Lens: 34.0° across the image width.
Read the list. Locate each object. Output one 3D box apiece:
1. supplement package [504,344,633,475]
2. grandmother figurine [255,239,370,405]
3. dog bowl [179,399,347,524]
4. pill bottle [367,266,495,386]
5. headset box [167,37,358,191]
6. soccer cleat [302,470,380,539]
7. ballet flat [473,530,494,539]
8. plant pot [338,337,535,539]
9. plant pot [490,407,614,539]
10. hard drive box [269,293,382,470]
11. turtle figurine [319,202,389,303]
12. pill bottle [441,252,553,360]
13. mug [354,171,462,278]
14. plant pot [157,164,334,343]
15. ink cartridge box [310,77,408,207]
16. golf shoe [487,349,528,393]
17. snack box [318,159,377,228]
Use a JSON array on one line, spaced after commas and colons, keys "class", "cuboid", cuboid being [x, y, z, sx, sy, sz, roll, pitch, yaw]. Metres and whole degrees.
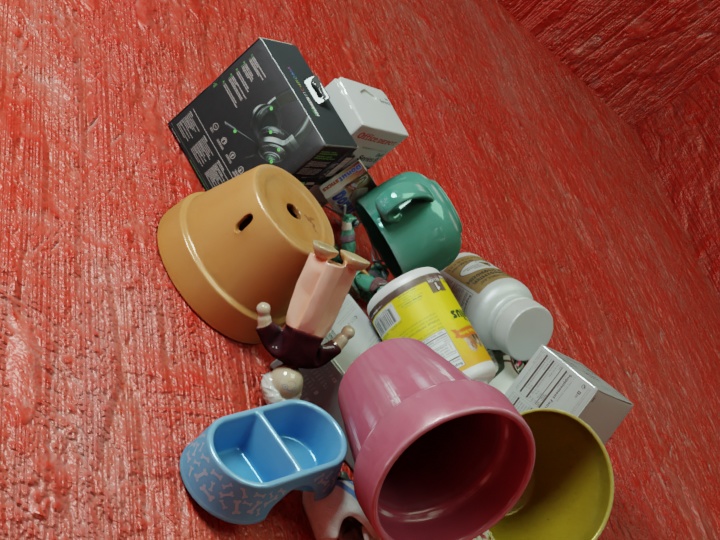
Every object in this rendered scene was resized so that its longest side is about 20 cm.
[{"class": "supplement package", "cuboid": [0.296, 0.218, 1.754, 0.111, 0.156, 0.200, 39, 7, 30]}, {"class": "grandmother figurine", "cuboid": [-0.065, 0.069, 1.354, 0.120, 0.202, 0.061, 20, 8, -9]}, {"class": "dog bowl", "cuboid": [-0.093, 0.192, 1.228, 0.199, 0.050, 0.112, -8, 50, -48]}, {"class": "pill bottle", "cuboid": [0.098, 0.104, 1.490, 0.109, 0.109, 0.201, 1, 56, -60]}, {"class": "headset box", "cuboid": [-0.125, -0.182, 1.551, 0.175, 0.200, 0.093, 58, 25, 13]}, {"class": "soccer cleat", "cuboid": [0.010, 0.281, 1.344, 0.199, 0.070, 0.087, 15, 52, -46]}, {"class": "ballet flat", "cuboid": [0.092, 0.328, 1.337, 0.199, 0.064, 0.076, -18, 52, -41]}, {"class": "plant pot", "cuboid": [0.065, 0.176, 1.294, 0.199, 0.200, 0.179, 30, 15, -40]}, {"class": "plant pot", "cuboid": [0.216, 0.284, 1.571, 0.200, 0.200, 0.142, 49, -17, -7]}, {"class": "hard drive box", "cuboid": [-0.001, 0.149, 1.476, 0.200, 0.077, 0.156, 52, 24, -2]}, {"class": "turtle figurine", "cuboid": [0.000, 0.000, 1.652, 0.200, 0.101, 0.150, 45, 0, 28]}, {"class": "pill bottle", "cuboid": [0.203, 0.058, 1.822, 0.114, 0.115, 0.200, 32, 3, -37]}, {"class": "mug", "cuboid": [0.080, -0.064, 1.681, 0.153, 0.114, 0.185, 60, -6, -9]}, {"class": "plant pot", "cuboid": [-0.126, -0.034, 1.425, 0.200, 0.140, 0.201, 39, 27, -25]}, {"class": "ink cartridge box", "cuboid": [-0.052, -0.170, 1.662, 0.084, 0.200, 0.146, 59, 25, 16]}, {"class": "golf shoe", "cuboid": [0.211, 0.160, 1.845, 0.088, 0.077, 0.200, 49, 16, -9]}, {"class": "snack box", "cuboid": [-0.008, -0.108, 1.730, 0.024, 0.072, 0.200, 57, 3, 15]}]
